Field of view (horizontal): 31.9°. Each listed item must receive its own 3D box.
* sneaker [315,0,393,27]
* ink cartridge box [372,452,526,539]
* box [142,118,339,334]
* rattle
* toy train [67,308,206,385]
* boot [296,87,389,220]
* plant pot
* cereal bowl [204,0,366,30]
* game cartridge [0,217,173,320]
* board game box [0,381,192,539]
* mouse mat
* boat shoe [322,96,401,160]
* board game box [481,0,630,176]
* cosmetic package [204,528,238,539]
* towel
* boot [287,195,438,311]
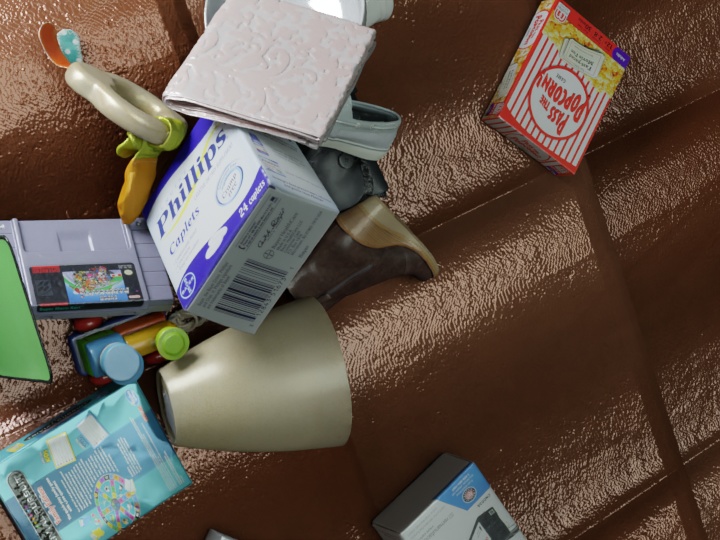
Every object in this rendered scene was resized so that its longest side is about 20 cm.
[{"bbox_3d":[-0.033,-0.395,1.596,0.100,0.075,0.200,-34,106,-23],"label":"sneaker"},{"bbox_3d":[0.135,0.372,1.698,0.145,0.084,0.200,-41,109,-21],"label":"ink cartridge box"},{"bbox_3d":[-0.143,-0.066,1.436,0.105,0.200,0.184,21,114,-37],"label":"box"},{"bbox_3d":[-0.312,-0.175,1.468,0.200,0.130,0.143,29,122,-12],"label":"rattle"},{"bbox_3d":[-0.231,0.074,1.479,0.200,0.116,0.085,-20,107,-25],"label":"toy train"},{"bbox_3d":[-0.064,-0.141,1.585,0.200,0.076,0.168,-20,97,-32],"label":"boot"},{"bbox_3d":[-0.136,0.142,1.508,0.200,0.187,0.188,-12,97,-19],"label":"plant pot"},{"bbox_3d":[-0.087,-0.303,1.542,0.200,0.083,0.200,-2,76,6],"label":"cereal bowl"},{"bbox_3d":[-0.322,-0.004,1.441,0.200,0.038,0.130,-3,49,-28],"label":"game cartridge"},{"bbox_3d":[-0.320,0.239,1.479,0.200,0.047,0.151,-32,105,-23],"label":"board game box"},{"bbox_3d":[-0.390,0.043,1.353,0.008,0.200,0.161,-22,102,-35],"label":"mouse mat"},{"bbox_3d":[-0.035,-0.189,1.507,0.201,0.070,0.072,11,122,-40],"label":"boat shoe"},{"bbox_3d":[0.278,-0.257,1.777,0.151,0.046,0.200,32,77,-24],"label":"board game box"},{"bbox_3d":[-0.159,0.443,1.566,0.151,0.052,0.200,29,78,-23],"label":"cosmetic package"},{"bbox_3d":[-0.098,-0.231,1.429,0.191,0.032,0.200,18,52,9],"label":"towel"},{"bbox_3d":[0.000,0.000,1.632,0.166,0.072,0.200,-43,140,4],"label":"boot"}]
